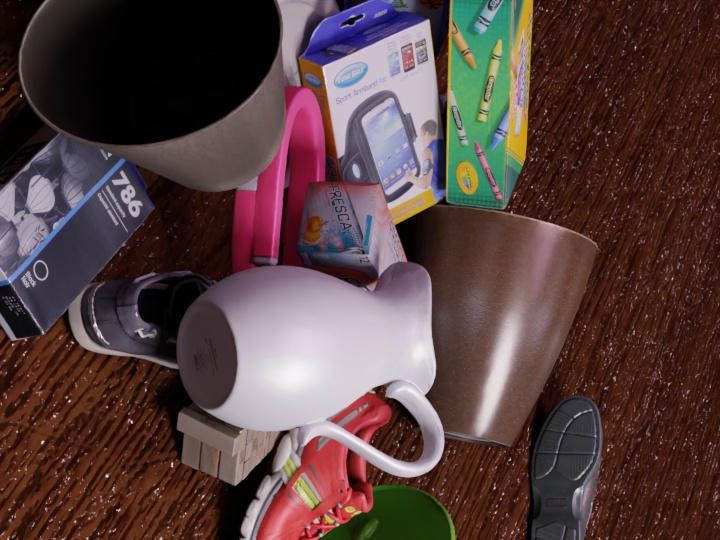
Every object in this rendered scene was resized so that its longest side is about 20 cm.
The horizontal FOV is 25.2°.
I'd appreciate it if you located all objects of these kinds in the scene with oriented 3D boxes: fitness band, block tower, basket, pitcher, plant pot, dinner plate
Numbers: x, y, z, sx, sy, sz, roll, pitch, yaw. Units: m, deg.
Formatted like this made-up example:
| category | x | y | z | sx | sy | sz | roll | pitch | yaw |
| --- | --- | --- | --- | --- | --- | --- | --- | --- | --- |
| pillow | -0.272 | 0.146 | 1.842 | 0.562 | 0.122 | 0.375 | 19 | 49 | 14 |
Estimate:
| category | x | y | z | sx | sy | sz | roll | pitch | yaw |
| --- | --- | --- | --- | --- | --- | --- | --- | --- | --- |
| fitness band | -0.062 | -0.050 | 1.304 | 0.144 | 0.037 | 0.201 | 27 | 68 | -73 |
| block tower | -0.073 | 0.097 | 1.299 | 0.200 | 0.054 | 0.058 | -40 | 145 | -52 |
| basket | -0.127 | -0.131 | 1.150 | 0.200 | 0.180 | 0.136 | 54 | 24 | -78 |
| pitcher | -0.028 | 0.079 | 1.211 | 0.200 | 0.121 | 0.172 | -3 | 69 | -40 |
| plant pot | 0.114 | 0.059 | 1.511 | 0.187 | 0.187 | 0.201 | 22 | 76 | -52 |
| dinner plate | -0.066 | -0.161 | 1.362 | 0.200 | 0.024 | 0.201 | -24 | 120 | -50 |

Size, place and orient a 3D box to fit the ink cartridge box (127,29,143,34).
| category | x | y | z | sx | sy | sz | roll | pitch | yaw |
| --- | --- | --- | --- | --- | --- | --- | --- | --- | --- |
| ink cartridge box | -0.203 | -0.270 | 1.208 | 0.116 | 0.067 | 0.201 | 4 | 77 | -55 |

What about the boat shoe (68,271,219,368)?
| category | x | y | z | sx | sy | sz | roll | pitch | yaw |
| --- | --- | --- | --- | --- | --- | --- | --- | --- | --- |
| boat shoe | -0.134 | 0.035 | 1.234 | 0.200 | 0.063 | 0.073 | 5 | 75 | -56 |

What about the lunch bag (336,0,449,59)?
| category | x | y | z | sx | sy | sz | roll | pitch | yaw |
| --- | --- | --- | --- | --- | --- | --- | --- | --- | --- |
| lunch bag | 0.046 | -0.278 | 1.516 | 0.200 | 0.123 | 0.170 | 94 | 13 | -49 |

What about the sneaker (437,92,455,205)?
| category | x | y | z | sx | sy | sz | roll | pitch | yaw |
| --- | --- | --- | --- | --- | --- | --- | --- | --- | --- |
| sneaker | 0.049 | -0.100 | 1.523 | 0.200 | 0.075 | 0.114 | -23 | 101 | -54 |

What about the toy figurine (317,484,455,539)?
| category | x | y | z | sx | sy | sz | roll | pitch | yaw |
| --- | --- | --- | --- | --- | --- | --- | --- | --- | --- |
| toy figurine | 0.019 | 0.313 | 1.351 | 0.200 | 0.150 | 0.184 | -45 | 131 | -26 |

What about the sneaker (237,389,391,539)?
| category | x | y | z | sx | sy | sz | roll | pitch | yaw |
| --- | --- | --- | --- | --- | --- | --- | --- | --- | --- |
| sneaker | -0.035 | 0.183 | 1.281 | 0.201 | 0.085 | 0.077 | -68 | 159 | -2 |

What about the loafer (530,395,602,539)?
| category | x | y | z | sx | sy | sz | roll | pitch | yaw |
| --- | --- | --- | --- | --- | --- | --- | --- | --- | --- |
| loafer | 0.217 | 0.234 | 1.708 | 0.063 | 0.072 | 0.201 | 54 | 45 | -63 |

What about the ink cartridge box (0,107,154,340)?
| category | x | y | z | sx | sy | sz | roll | pitch | yaw |
| --- | --- | --- | --- | --- | --- | --- | --- | --- | --- |
| ink cartridge box | -0.213 | -0.049 | 1.164 | 0.100 | 0.039 | 0.200 | 60 | 38 | -25 |

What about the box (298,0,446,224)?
| category | x | y | z | sx | sy | sz | roll | pitch | yaw |
| --- | --- | --- | --- | --- | --- | --- | --- | --- | --- |
| box | 0.014 | -0.133 | 1.406 | 0.119 | 0.041 | 0.200 | -28 | 128 | -28 |

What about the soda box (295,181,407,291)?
| category | x | y | z | sx | sy | sz | roll | pitch | yaw |
| --- | --- | --- | --- | --- | --- | --- | --- | --- | --- |
| soda box | 0.000 | 0.000 | 1.375 | 0.200 | 0.063 | 0.069 | 66 | 29 | -61 |

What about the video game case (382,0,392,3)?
| category | x | y | z | sx | sy | sz | roll | pitch | yaw |
| --- | --- | --- | --- | --- | --- | --- | --- | --- | --- |
| video game case | -0.032 | -0.326 | 1.373 | 0.046 | 0.199 | 0.181 | 105 | 9 | -47 |

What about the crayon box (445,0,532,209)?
| category | x | y | z | sx | sy | sz | roll | pitch | yaw |
| --- | --- | --- | --- | --- | --- | --- | --- | --- | --- |
| crayon box | 0.116 | -0.171 | 1.444 | 0.119 | 0.058 | 0.201 | -62 | 155 | -60 |
